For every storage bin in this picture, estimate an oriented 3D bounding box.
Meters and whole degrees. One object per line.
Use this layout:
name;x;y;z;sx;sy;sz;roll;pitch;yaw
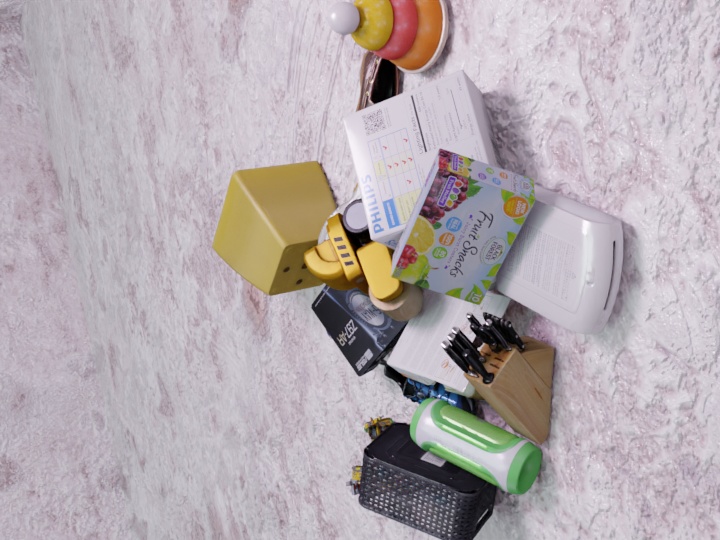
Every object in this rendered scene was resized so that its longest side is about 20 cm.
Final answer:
storage bin;0.108;0.332;1.615;0.197;0.135;0.095;15;112;25

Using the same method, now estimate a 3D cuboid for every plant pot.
plant pot;-0.145;-0.069;1.976;0.177;0.197;0.202;54;138;31

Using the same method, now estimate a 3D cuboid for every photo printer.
photo printer;0.275;-0.015;1.396;0.199;0.068;0.170;31;121;54

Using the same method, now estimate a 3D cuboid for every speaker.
speaker;0.173;0.265;1.558;0.198;0.088;0.090;22;115;35

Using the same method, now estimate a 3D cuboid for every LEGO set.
LEGO set;0.046;0.332;1.797;0.199;0.114;0.157;5;100;58

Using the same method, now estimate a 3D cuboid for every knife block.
knife block;0.192;0.158;1.466;0.064;0.173;0.204;22;114;56

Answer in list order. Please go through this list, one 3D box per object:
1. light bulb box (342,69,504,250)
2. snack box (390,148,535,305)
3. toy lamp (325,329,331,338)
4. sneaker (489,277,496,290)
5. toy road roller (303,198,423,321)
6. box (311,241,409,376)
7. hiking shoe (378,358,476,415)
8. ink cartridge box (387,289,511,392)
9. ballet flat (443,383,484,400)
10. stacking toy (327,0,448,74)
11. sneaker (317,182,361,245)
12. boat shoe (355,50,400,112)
light bulb box;0.101;-0.157;1.517;0.197;0.125;0.202;-18;76;18
snack box;0.139;-0.056;1.416;0.053;0.140;0.202;-83;12;-49
toy lamp;-0.041;0.056;1.919;0.059;0.057;0.202;59;155;35
sneaker;0.150;-0.050;1.592;0.202;0.079;0.071;63;141;28
toy road roller;0.000;0.000;1.634;0.144;0.123;0.202;-29;67;11
box;0.008;0.067;1.773;0.161;0.043;0.200;55;140;14
hiking shoe;0.112;0.206;1.693;0.200;0.085;0.076;39;128;49
ink cartridge box;0.145;0.103;1.587;0.199;0.050;0.164;15;73;54
ballet flat;0.148;0.158;1.638;0.200;0.071;0.069;38;130;50
stacking toy;0.028;-0.391;1.605;0.145;0.197;0.149;3;93;52
sneaker;0.004;-0.085;1.779;0.088;0.075;0.201;45;110;21
boat shoe;0.031;-0.280;1.751;0.070;0.069;0.204;20;112;60
